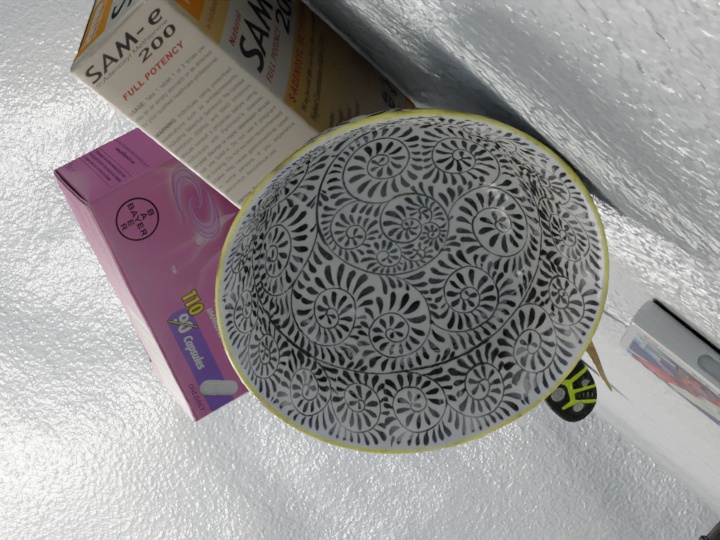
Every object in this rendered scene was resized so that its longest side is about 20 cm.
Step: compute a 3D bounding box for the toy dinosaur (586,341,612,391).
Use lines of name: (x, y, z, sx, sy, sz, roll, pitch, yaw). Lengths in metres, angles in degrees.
toy dinosaur: (0.160, 0.026, 1.303, 0.101, 0.058, 0.200, 24, -167, -20)

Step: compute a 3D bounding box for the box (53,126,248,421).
box: (-0.076, -0.029, 1.045, 0.097, 0.200, 0.176, 34, 150, 60)

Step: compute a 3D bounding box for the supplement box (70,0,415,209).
supplement box: (-0.058, -0.104, 0.869, 0.200, 0.074, 0.126, 39, -151, -26)

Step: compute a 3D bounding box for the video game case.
video game case: (0.256, 0.093, 1.034, 0.182, 0.023, 0.200, 39, 180, 10)

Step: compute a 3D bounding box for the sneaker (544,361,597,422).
sneaker: (0.249, 0.121, 2.047, 0.200, 0.075, 0.076, 51, -177, -23)

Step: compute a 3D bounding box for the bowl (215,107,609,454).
bowl: (0.022, -0.012, 0.801, 0.201, 0.201, 0.094, 39, -161, -26)

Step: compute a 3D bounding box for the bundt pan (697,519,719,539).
bundt pan: (0.358, 0.225, 1.138, 0.202, 0.076, 0.202, 29, -175, -3)
